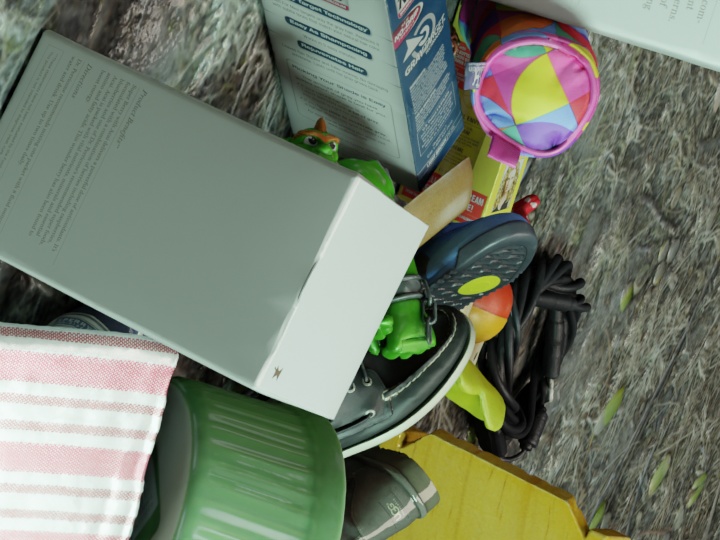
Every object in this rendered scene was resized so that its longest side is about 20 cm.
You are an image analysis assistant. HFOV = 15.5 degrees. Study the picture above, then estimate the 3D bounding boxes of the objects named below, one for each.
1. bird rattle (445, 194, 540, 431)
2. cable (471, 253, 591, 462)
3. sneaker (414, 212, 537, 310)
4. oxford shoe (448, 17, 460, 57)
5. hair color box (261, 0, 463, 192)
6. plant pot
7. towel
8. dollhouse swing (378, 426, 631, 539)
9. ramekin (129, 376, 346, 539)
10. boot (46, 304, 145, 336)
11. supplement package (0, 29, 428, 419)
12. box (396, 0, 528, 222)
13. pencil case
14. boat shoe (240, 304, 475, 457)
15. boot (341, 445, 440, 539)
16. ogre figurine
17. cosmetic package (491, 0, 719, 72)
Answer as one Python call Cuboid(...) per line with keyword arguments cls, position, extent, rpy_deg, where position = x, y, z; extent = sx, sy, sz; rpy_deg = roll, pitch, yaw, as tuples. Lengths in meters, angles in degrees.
Cuboid(cls="bird rattle", position=(0.073, 0.014, 1.977), extent=(0.163, 0.112, 0.201), rpy_deg=(8, 93, -79))
Cuboid(cls="cable", position=(0.145, 0.066, 2.203), extent=(0.164, 0.051, 0.200), rpy_deg=(-56, 156, -22))
Cuboid(cls="sneaker", position=(0.051, -0.009, 1.801), extent=(0.066, 0.079, 0.200), rpy_deg=(-1, 159, -28))
Cuboid(cls="oxford shoe", position=(0.034, -0.167, 1.674), extent=(0.071, 0.075, 0.200), rpy_deg=(-50, 153, -30))
Cuboid(cls="hair color box", position=(0.000, -0.141, 1.593), extent=(0.061, 0.100, 0.200), rpy_deg=(-55, 157, -23))
Cuboid(cls="plant pot", position=(0.000, 0.000, 1.701), extent=(0.200, 0.028, 0.200), rpy_deg=(-39, 180, 0))
Cuboid(cls="towel", position=(-0.191, 0.119, 1.451), extent=(0.146, 0.030, 0.201), rpy_deg=(7, 111, -30))
Cuboid(cls="dollhouse swing", position=(0.126, 0.205, 2.105), extent=(0.176, 0.199, 0.183), rpy_deg=(-27, 137, -55))
Cuboid(cls="ramekin", position=(-0.102, 0.161, 1.565), extent=(0.097, 0.200, 0.201), rpy_deg=(23, 93, -25))
Cuboid(cls="boot", position=(-0.155, 0.103, 1.540), extent=(0.090, 0.073, 0.201), rpy_deg=(-36, 148, -54))
Cuboid(cls="supplement package", position=(-0.088, -0.022, 1.387), extent=(0.122, 0.199, 0.120), rpy_deg=(-63, 158, -2))
Cuboid(cls="box", position=(0.093, -0.131, 1.849), extent=(0.050, 0.075, 0.201), rpy_deg=(-17, 130, -60))
Cuboid(cls="pencil case", position=(0.105, -0.136, 1.703), extent=(0.200, 0.088, 0.089), rpy_deg=(-84, -170, -69))
Cuboid(cls="boat shoe", position=(-0.021, 0.074, 1.689), extent=(0.199, 0.075, 0.066), rpy_deg=(-29, 138, 4))
Cuboid(cls="boot", position=(-0.056, 0.199, 1.844), extent=(0.200, 0.073, 0.182), rpy_deg=(-41, -171, -18))
Cuboid(cls="ogre figurine", position=(-0.047, -0.022, 1.549), extent=(0.098, 0.199, 0.121), rpy_deg=(114, -21, -65))
Cuboid(cls="cosmetic package", position=(0.173, -0.247, 1.681), extent=(0.166, 0.199, 0.168), rpy_deg=(-67, 175, -69))
